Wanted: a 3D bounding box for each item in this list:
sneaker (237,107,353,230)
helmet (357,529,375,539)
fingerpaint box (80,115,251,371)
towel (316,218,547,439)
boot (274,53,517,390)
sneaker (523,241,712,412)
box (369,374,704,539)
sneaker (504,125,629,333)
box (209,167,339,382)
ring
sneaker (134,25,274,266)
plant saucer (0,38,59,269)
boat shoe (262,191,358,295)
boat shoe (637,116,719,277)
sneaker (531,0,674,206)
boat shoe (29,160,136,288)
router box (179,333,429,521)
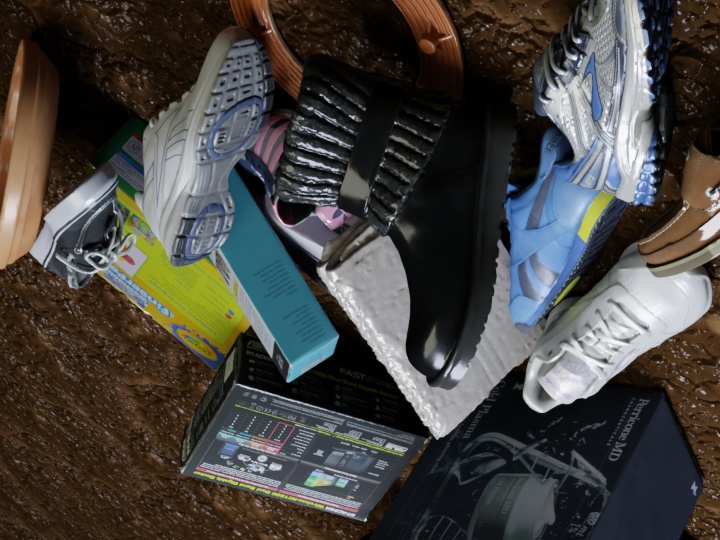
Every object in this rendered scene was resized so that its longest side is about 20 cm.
[{"bbox_3d":[-0.057,-0.076,1.077,0.070,0.083,0.199,42,162,-28],"label":"sneaker"},{"bbox_3d":[0.064,0.362,1.459,0.197,0.193,0.200,-3,157,-1],"label":"helmet"},{"bbox_3d":[-0.169,-0.021,1.286,0.199,0.074,0.167,39,148,-1],"label":"fingerpaint box"},{"bbox_3d":[0.058,0.021,1.064,0.034,0.132,0.201,30,157,55],"label":"towel"},{"bbox_3d":[0.015,-0.033,0.958,0.156,0.214,0.079,9,-178,-7],"label":"boot"},{"bbox_3d":[0.184,0.050,1.013,0.075,0.100,0.200,38,147,-1],"label":"sneaker"},{"bbox_3d":[0.147,0.202,1.152,0.195,0.201,0.125,4,137,40],"label":"box"},{"bbox_3d":[0.134,-0.030,0.997,0.078,0.066,0.201,39,150,15],"label":"sneaker"},{"bbox_3d":[-0.092,-0.009,1.162,0.201,0.049,0.082,58,168,9],"label":"box"},{"bbox_3d":[-0.016,-0.168,0.996,0.199,0.019,0.201,25,147,17],"label":"ring"},{"bbox_3d":[-0.130,-0.101,1.068,0.087,0.074,0.202,41,123,26],"label":"sneaker"},{"bbox_3d":[-0.294,-0.100,1.218,0.037,0.203,0.200,9,155,-18],"label":"plant saucer"},{"bbox_3d":[0.000,0.000,1.152,0.199,0.072,0.068,33,153,15],"label":"boat shoe"},{"bbox_3d":[0.232,-0.065,0.853,0.068,0.072,0.200,44,139,-5],"label":"boat shoe"},{"bbox_3d":[0.140,-0.120,0.830,0.084,0.077,0.202,8,135,18],"label":"sneaker"},{"bbox_3d":[-0.235,-0.030,1.200,0.068,0.074,0.199,46,148,-3],"label":"boat shoe"},{"bbox_3d":[-0.053,0.151,1.309,0.198,0.063,0.150,18,133,-18],"label":"router box"}]
